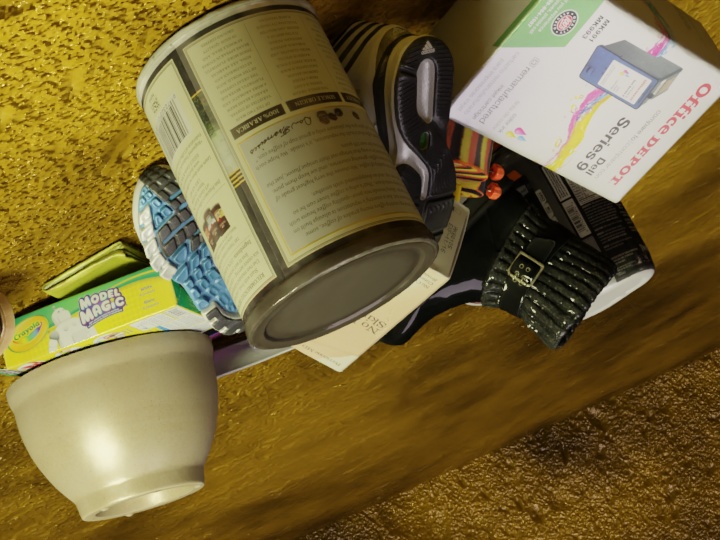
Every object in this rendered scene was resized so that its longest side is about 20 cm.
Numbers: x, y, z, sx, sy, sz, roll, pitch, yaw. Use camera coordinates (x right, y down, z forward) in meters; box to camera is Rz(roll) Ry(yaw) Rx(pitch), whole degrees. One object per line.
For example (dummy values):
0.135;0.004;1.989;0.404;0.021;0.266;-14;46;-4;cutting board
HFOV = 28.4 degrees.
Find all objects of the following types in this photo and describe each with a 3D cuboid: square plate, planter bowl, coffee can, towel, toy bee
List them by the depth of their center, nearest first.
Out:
-0.053;-0.068;0.996;0.145;0.202;0.147;-25;164;-8;coffee can
0.085;-0.098;1.252;0.107;0.133;0.200;10;-165;-14;toy bee
-0.217;0.019;1.324;0.085;0.018;0.200;-31;163;6;towel
-0.219;0.155;1.332;0.198;0.136;0.200;-16;166;-4;planter bowl
-0.129;0.089;1.557;0.196;0.029;0.200;-21;-179;-1;square plate

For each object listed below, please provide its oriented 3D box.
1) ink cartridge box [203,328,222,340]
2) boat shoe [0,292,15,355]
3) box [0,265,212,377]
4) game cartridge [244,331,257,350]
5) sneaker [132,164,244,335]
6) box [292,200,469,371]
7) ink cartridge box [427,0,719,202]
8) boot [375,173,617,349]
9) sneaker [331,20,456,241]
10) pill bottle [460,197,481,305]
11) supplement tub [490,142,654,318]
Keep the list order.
-0.206;0.074;1.444;0.198;0.037;0.095;-23;173;-17;ink cartridge box
-0.363;0.087;1.202;0.070;0.071;0.200;-19;154;-48;boat shoe
-0.238;0.054;1.300;0.198;0.049;0.117;-22;164;11;box
-0.016;0.018;1.466;0.198;0.039;0.130;-21;-168;12;game cartridge
-0.149;-0.027;1.205;0.075;0.087;0.201;-35;141;-8;sneaker
0.000;0.000;1.218;0.200;0.094;0.078;-46;-160;52;box
0.168;-0.159;1.108;0.199;0.088;0.145;22;124;-35;ink cartridge box
0.120;0.027;1.316;0.211;0.158;0.079;-47;176;-2;boot
0.011;-0.094;1.087;0.075;0.115;0.203;-15;122;-36;sneaker
0.135;-0.023;1.587;0.109;0.110;0.200;-26;169;-5;pill bottle
0.199;-0.057;1.429;0.121;0.202;0.123;-26;166;-7;supplement tub
